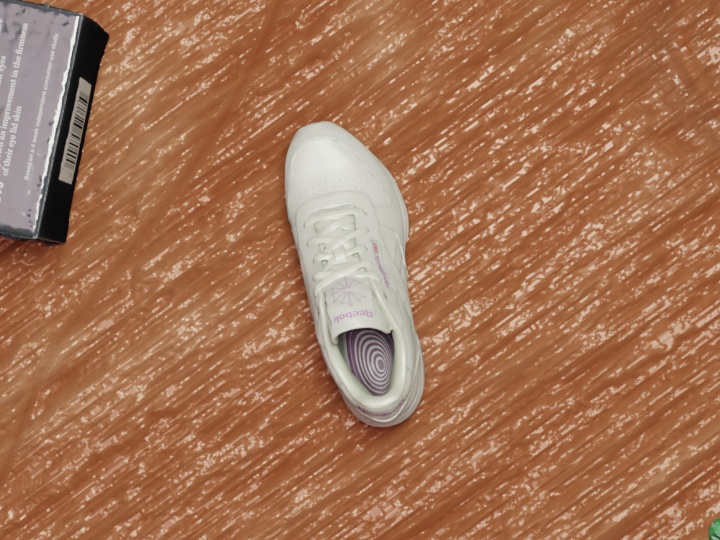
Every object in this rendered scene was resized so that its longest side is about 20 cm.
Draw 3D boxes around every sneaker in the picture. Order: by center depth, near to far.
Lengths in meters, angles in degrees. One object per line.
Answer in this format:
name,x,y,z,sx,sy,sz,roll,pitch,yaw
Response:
sneaker,0.000,0.000,1.434,0.075,0.100,0.200,-16,87,3

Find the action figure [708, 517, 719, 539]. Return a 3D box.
action figure,0.262,0.241,1.375,0.118,0.055,0.200,-24,84,-2

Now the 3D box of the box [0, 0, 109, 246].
box,-0.277,-0.106,1.443,0.200,0.104,0.148,12,89,3
